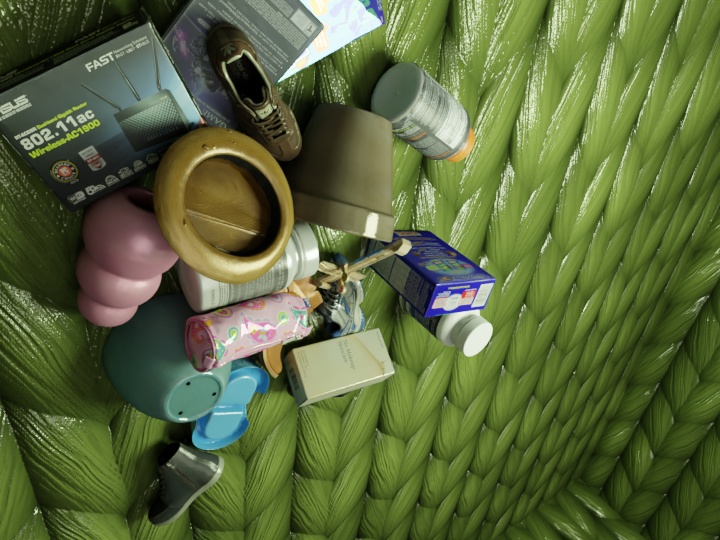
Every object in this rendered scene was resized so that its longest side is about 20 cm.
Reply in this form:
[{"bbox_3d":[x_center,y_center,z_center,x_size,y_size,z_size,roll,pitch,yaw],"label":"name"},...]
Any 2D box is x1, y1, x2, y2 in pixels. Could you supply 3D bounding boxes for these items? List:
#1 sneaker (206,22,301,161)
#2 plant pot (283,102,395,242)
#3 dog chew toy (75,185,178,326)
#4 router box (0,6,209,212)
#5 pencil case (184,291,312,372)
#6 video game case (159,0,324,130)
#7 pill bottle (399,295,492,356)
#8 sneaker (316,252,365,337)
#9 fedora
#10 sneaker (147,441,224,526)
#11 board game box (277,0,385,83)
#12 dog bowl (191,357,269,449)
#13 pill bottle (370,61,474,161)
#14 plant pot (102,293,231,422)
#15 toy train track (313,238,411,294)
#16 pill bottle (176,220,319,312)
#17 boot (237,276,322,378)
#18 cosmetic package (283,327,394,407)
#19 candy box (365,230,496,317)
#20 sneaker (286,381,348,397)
[{"bbox_3d":[-0.130,-0.204,0.682,0.070,0.076,0.201,-29,136,4],"label":"sneaker"},{"bbox_3d":[-0.027,-0.150,0.819,0.199,0.199,0.176,9,98,-44],"label":"plant pot"},{"bbox_3d":[-0.315,-0.010,0.715,0.124,0.125,0.201,9,122,-44],"label":"dog chew toy"},{"bbox_3d":[-0.294,-0.180,0.621,0.199,0.062,0.151,-30,136,-7],"label":"router box"},{"bbox_3d":[-0.166,0.089,0.824,0.199,0.087,0.088,-13,129,-48],"label":"pencil case"},{"bbox_3d":[-0.160,-0.275,0.669,0.200,0.019,0.142,-42,134,18],"label":"video game case"},{"bbox_3d":[0.182,0.090,1.152,0.110,0.200,0.112,-22,132,-26],"label":"pill bottle"},{"bbox_3d":[-0.042,0.058,1.032,0.085,0.077,0.202,-25,133,-19],"label":"sneaker"},{"bbox_3d":[-0.178,-0.079,0.684,0.199,0.081,0.203,0,91,-46],"label":"fedora"},{"bbox_3d":[-0.361,0.397,1.021,0.200,0.075,0.106,-44,118,13],"label":"sneaker"},{"bbox_3d":[-0.069,-0.362,0.712,0.199,0.045,0.153,-35,137,-14],"label":"board game box"},{"bbox_3d":[-0.247,0.241,0.999,0.111,0.050,0.201,10,117,-42],"label":"dog bowl"},{"bbox_3d":[0.116,-0.253,0.910,0.199,0.106,0.107,21,105,-47],"label":"pill bottle"},{"bbox_3d":[-0.283,0.157,0.849,0.199,0.135,0.202,-23,132,-27],"label":"plant pot"},{"bbox_3d":[0.000,0.000,0.899,0.199,0.033,0.114,-25,152,34],"label":"toy train track"},{"bbox_3d":[-0.171,-0.015,0.833,0.198,0.114,0.115,-16,129,-31],"label":"pill bottle"},{"bbox_3d":[-0.134,0.096,0.983,0.154,0.074,0.201,-35,140,-22],"label":"boot"},{"bbox_3d":[-0.043,0.192,1.083,0.198,0.104,0.073,-12,161,-29],"label":"cosmetic package"},{"bbox_3d":[0.129,-0.001,1.038,0.168,0.200,0.078,-2,123,-38],"label":"candy box"},{"bbox_3d":[-0.065,0.242,1.153,0.198,0.067,0.091,-15,137,-29],"label":"sneaker"}]
